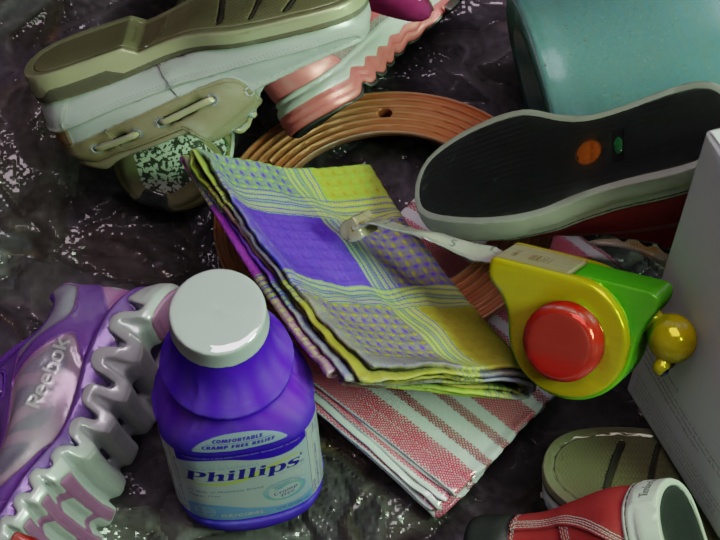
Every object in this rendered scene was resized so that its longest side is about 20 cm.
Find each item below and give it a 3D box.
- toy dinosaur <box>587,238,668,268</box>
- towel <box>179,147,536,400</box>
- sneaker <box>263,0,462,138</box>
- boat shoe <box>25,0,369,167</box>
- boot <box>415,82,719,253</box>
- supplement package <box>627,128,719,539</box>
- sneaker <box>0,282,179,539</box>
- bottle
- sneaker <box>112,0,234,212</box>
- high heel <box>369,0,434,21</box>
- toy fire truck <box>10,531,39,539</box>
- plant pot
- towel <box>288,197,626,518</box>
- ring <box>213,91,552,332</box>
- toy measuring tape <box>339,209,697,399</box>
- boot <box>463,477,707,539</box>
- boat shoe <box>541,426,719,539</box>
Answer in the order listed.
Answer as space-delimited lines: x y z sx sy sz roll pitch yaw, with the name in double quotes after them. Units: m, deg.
0.232 0.032 1.197 0.101 0.058 0.200 -31 78 -37 "toy dinosaur"
0.000 0.000 1.111 0.143 0.023 0.200 6 35 -40 "towel"
-0.001 -0.166 1.252 0.087 0.074 0.200 51 48 -9 "sneaker"
-0.083 -0.112 1.153 0.200 0.069 0.075 -12 28 18 "boat shoe"
0.142 -0.031 1.147 0.200 0.144 0.073 -8 60 30 "boot"
0.232 0.027 1.056 0.121 0.200 0.120 -13 50 -19 "supplement package"
-0.168 0.087 1.112 0.088 0.081 0.200 18 65 23 "sneaker"
-0.064 0.068 1.057 0.083 0.200 0.065 -9 60 -4 "bottle"
-0.097 -0.128 1.236 0.077 0.089 0.200 16 59 1 "sneaker"
-0.054 -0.173 1.190 0.200 0.067 0.096 35 79 27 "high heel"
-0.241 0.204 1.007 0.141 0.049 0.200 24 82 7 "toy fire truck"
0.192 -0.121 1.226 0.188 0.200 0.200 -16 62 0 "plant pot"
0.055 0.034 1.202 0.146 0.030 0.200 38 61 16 "towel"
0.014 -0.029 1.210 0.200 0.019 0.201 -3 50 4 "ring"
0.079 0.022 1.082 0.200 0.074 0.074 14 57 22 "toy measuring tape"
0.128 0.215 1.087 0.072 0.144 0.200 -26 98 -58 "boot"
0.193 0.141 1.132 0.199 0.068 0.075 13 56 2 "boat shoe"
